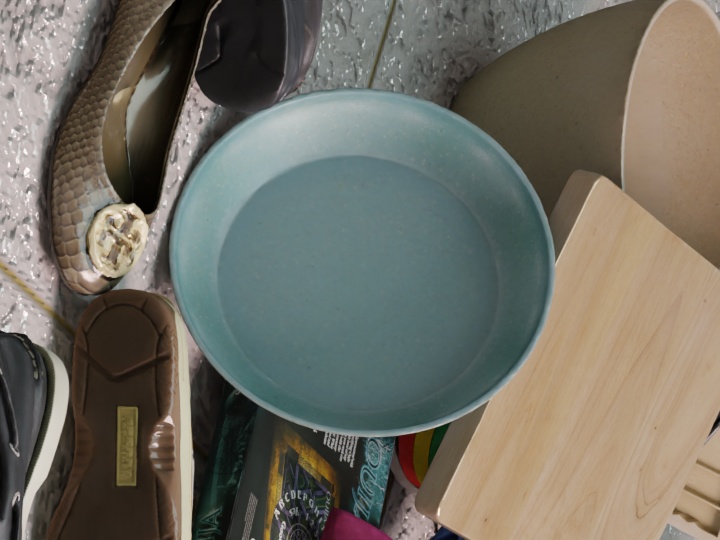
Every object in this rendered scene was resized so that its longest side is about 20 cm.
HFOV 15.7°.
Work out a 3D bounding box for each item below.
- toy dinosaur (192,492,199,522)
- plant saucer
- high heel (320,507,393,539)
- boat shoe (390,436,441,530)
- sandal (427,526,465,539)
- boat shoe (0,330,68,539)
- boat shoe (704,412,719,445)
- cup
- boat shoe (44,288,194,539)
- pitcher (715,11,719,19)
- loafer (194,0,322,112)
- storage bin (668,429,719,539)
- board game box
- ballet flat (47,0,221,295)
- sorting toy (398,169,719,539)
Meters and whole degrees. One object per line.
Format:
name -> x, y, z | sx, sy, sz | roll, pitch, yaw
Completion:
toy dinosaur -> -0.066, 0.204, 1.370 | 0.088, 0.047, 0.201 | -1, 90, -55
plant saucer -> 0.000, 0.000, 1.352 | 0.036, 0.199, 0.201 | 103, 5, -63
high heel -> 0.058, 0.171, 1.395 | 0.200, 0.067, 0.097 | 1, 87, -47
boat shoe -> 0.067, 0.121, 1.588 | 0.072, 0.059, 0.200 | -64, 144, -34
sandal -> 0.028, 0.189, 1.486 | 0.200, 0.087, 0.080 | -53, 149, -44
boat shoe -> -0.178, 0.113, 1.125 | 0.066, 0.074, 0.200 | 44, 54, -51
boat shoe -> 0.155, 0.127, 1.565 | 0.199, 0.068, 0.074 | -47, 138, -1
cup -> 0.136, -0.070, 1.615 | 0.200, 0.143, 0.201 | -9, 100, -60
boat shoe -> -0.107, 0.112, 1.267 | 0.076, 0.071, 0.201 | 26, 72, -77
pitcher -> 0.229, -0.071, 1.836 | 0.200, 0.121, 0.172 | -54, 158, -31
loafer -> -0.050, -0.185, 1.351 | 0.072, 0.072, 0.201 | -26, 125, -68
storage bin -> 0.258, 0.109, 1.789 | 0.200, 0.198, 0.094 | -12, 123, -56
board game box -> -0.036, 0.128, 1.379 | 0.135, 0.028, 0.201 | 54, 36, -39
ballet flat -> -0.104, -0.082, 1.272 | 0.067, 0.046, 0.201 | 45, 54, -53
sorting toy -> 0.113, 0.066, 1.447 | 0.199, 0.069, 0.201 | 34, 80, -48
